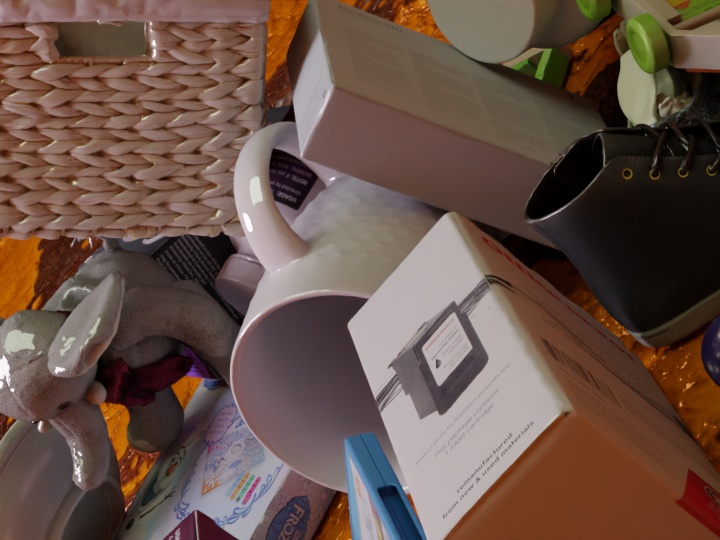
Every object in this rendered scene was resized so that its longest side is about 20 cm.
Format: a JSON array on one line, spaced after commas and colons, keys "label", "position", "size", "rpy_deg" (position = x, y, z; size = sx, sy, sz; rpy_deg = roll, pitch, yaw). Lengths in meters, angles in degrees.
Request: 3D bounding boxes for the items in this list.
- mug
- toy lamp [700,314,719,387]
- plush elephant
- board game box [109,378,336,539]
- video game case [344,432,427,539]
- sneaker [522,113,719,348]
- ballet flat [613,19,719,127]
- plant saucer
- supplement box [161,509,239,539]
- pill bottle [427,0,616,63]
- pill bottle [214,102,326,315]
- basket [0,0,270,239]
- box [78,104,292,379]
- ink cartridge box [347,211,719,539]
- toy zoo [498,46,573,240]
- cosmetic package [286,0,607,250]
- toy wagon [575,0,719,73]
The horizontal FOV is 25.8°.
[{"label": "mug", "position": [0.000, 0.000, 0.912], "size": [0.147, 0.200, 0.176], "rpy_deg": [-30, 24, 31]}, {"label": "toy lamp", "position": [0.181, 0.088, 0.636], "size": [0.058, 0.058, 0.201], "rpy_deg": [-41, 25, 21]}, {"label": "plush elephant", "position": [-0.172, 0.061, 1.006], "size": [0.164, 0.201, 0.155], "rpy_deg": [-17, 23, 41]}, {"label": "board game box", "position": [-0.085, 0.145, 1.047], "size": [0.199, 0.043, 0.200], "rpy_deg": [-10, 47, 57]}, {"label": "video game case", "position": [0.027, 0.181, 0.701], "size": [0.018, 0.145, 0.200], "rpy_deg": [-9, 24, -10]}, {"label": "sneaker", "position": [0.181, -0.054, 0.775], "size": [0.200, 0.106, 0.075], "rpy_deg": [-43, 25, 19]}, {"label": "ballet flat", "position": [0.179, -0.118, 0.920], "size": [0.074, 0.074, 0.201], "rpy_deg": [-37, 27, 28]}, {"label": "plant saucer", "position": [-0.210, 0.190, 1.098], "size": [0.050, 0.201, 0.201], "rpy_deg": [13, 57, 18]}, {"label": "supplement box", "position": [-0.103, 0.247, 0.829], "size": [0.200, 0.131, 0.104], "rpy_deg": [-44, 26, 17]}, {"label": "pill bottle", "position": [0.131, -0.209, 1.000], "size": [0.200, 0.112, 0.111], "rpy_deg": [-38, 12, -38]}, {"label": "pill bottle", "position": [-0.018, -0.056, 1.075], "size": [0.112, 0.112, 0.201], "rpy_deg": [-2, 53, 60]}, {"label": "basket", "position": [-0.153, -0.131, 0.987], "size": [0.200, 0.196, 0.162], "rpy_deg": [-98, 8, -63]}, {"label": "box", "position": [-0.090, -0.025, 1.169], "size": [0.200, 0.106, 0.122], "rpy_deg": [-44, 20, -23]}, {"label": "ink cartridge box", "position": [0.086, 0.077, 0.711], "size": [0.083, 0.145, 0.200], "rpy_deg": [-48, 24, 12]}, {"label": "toy zoo", "position": [0.073, -0.064, 1.092], "size": [0.131, 0.020, 0.201], "rpy_deg": [-23, 36, 48]}, {"label": "cosmetic package", "position": [0.058, -0.085, 0.924], "size": [0.151, 0.198, 0.052], "rpy_deg": [-98, 31, -59]}, {"label": "toy wagon", "position": [0.216, -0.155, 0.870], "size": [0.154, 0.040, 0.200], "rpy_deg": [-24, 40, -6]}]
